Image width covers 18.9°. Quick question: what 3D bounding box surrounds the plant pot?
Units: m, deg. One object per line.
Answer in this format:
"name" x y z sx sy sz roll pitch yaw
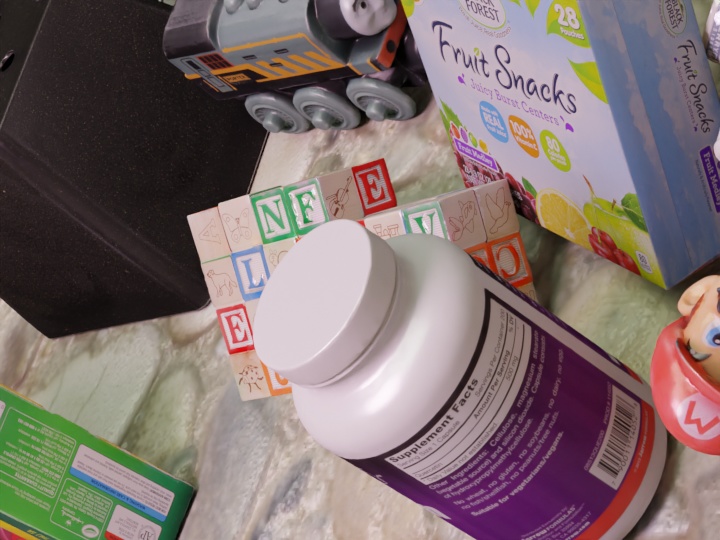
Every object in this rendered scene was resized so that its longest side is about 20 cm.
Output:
"plant pot" -0.199 -0.090 1.491 0.200 0.177 0.200 -12 53 48

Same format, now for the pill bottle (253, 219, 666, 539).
"pill bottle" 0.046 0.057 1.026 0.112 0.200 0.113 -33 39 32

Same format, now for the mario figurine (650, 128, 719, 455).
"mario figurine" 0.203 -0.003 0.965 0.200 0.106 0.123 -53 35 2

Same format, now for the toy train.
"toy train" -0.035 -0.145 1.379 0.200 0.114 0.086 -3 61 49

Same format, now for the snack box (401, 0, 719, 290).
"snack box" 0.102 -0.101 1.113 0.068 0.169 0.200 -31 29 -18

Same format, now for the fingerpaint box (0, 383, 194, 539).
"fingerpaint box" -0.233 0.123 1.332 0.166 0.200 0.074 -2 61 51

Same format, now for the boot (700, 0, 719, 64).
"boot" 0.241 -0.155 1.088 0.073 0.090 0.200 96 -161 -47

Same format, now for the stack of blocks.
"stack of blocks" 0.000 0.000 1.210 0.199 0.058 0.116 -12 95 46

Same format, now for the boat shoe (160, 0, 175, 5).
"boat shoe" -0.181 -0.246 1.702 0.071 0.064 0.201 -37 38 27
